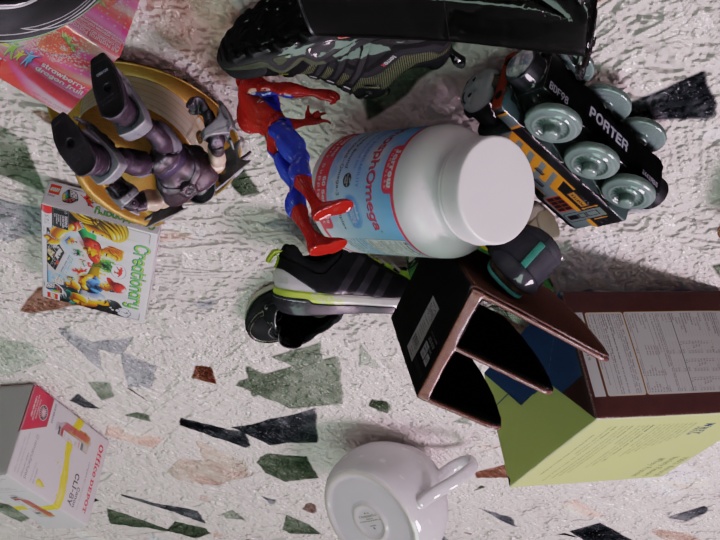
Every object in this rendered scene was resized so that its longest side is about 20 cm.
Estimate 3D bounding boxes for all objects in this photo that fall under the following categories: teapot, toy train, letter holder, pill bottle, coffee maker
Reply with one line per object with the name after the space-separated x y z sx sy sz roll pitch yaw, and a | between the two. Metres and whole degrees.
0.056 0.318 1.503 0.198 0.145 0.200 26 127 28 | teapot
0.172 -0.108 0.883 0.199 0.086 0.113 34 150 -32 | toy train
0.118 0.059 0.924 0.140 0.200 0.102 25 102 -10 | letter holder
0.050 -0.066 0.890 0.108 0.110 0.199 33 164 -31 | pill bottle
0.059 -0.203 0.702 0.196 0.136 0.194 8 137 14 | coffee maker

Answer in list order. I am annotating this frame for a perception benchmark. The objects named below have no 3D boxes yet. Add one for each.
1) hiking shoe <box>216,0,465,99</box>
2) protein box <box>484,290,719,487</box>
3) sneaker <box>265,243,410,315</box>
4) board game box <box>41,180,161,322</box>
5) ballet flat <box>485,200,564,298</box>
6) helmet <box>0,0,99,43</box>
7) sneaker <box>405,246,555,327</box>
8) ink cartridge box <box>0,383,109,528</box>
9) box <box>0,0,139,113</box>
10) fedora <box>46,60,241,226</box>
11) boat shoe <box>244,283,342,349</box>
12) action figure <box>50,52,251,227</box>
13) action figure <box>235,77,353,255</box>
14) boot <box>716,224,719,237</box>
-0.018 -0.169 0.842 0.197 0.077 0.101 -6 141 21 | hiking shoe
0.267 0.125 1.105 0.197 0.137 0.199 0 151 -20 | protein box
0.000 0.000 1.096 0.197 0.084 0.072 -2 -173 -21 | sneaker
-0.293 -0.016 1.186 0.124 0.035 0.201 15 147 -7 | board game box
0.144 -0.026 0.924 0.072 0.074 0.200 8 -169 3 | ballet flat
-0.228 -0.242 0.664 0.199 0.202 0.191 32 117 -31 | helmet
0.120 0.018 1.079 0.198 0.086 0.078 27 144 -25 | sneaker
-0.479 0.283 1.590 0.082 0.147 0.201 -7 144 22 | ink cartridge box
-0.279 -0.225 0.811 0.199 0.096 0.102 31 140 -29 | box
-0.208 -0.105 0.984 0.197 0.083 0.202 8 148 5 | fedora
-0.075 0.055 1.205 0.074 0.067 0.198 32 141 -31 | boat shoe
-0.167 -0.098 0.869 0.130 0.070 0.200 -41 159 6 | action figure
-0.041 -0.108 0.877 0.098 0.201 0.066 -15 143 -25 | action figure
0.382 -0.018 0.972 0.105 0.076 0.202 3 138 16 | boot
